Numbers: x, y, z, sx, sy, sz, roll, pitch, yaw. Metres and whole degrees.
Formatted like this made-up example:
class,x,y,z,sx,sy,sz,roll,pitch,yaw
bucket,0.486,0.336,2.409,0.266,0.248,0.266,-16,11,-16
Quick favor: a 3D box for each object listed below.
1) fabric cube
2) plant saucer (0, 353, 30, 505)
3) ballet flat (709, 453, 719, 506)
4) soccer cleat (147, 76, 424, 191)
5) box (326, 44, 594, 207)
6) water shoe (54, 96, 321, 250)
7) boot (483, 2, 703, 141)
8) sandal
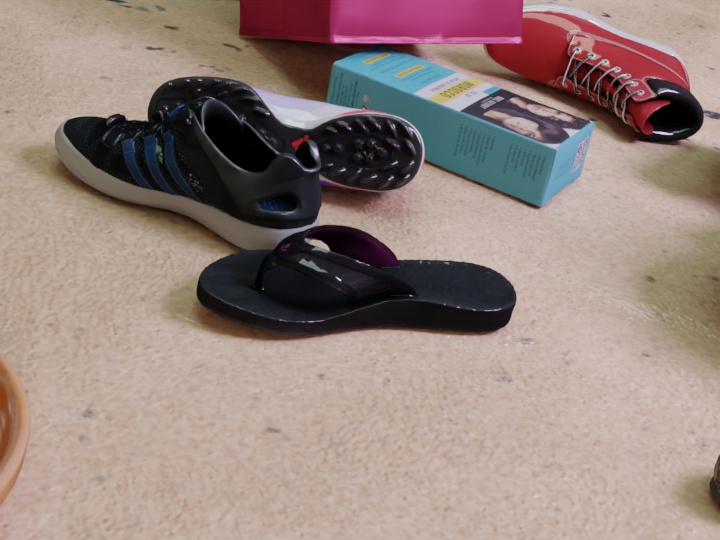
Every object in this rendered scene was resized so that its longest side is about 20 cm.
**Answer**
class,x,y,z,sx,sy,sz,roll,pitch,yaw
fabric cube,0.016,-0.302,1.061,0.194,0.202,0.199,-7,15,-29
plant saucer,-0.241,0.074,0.512,0.197,0.038,0.201,10,29,-5
ballet flat,0.277,0.104,0.642,0.197,0.047,0.068,3,30,-15
soccer cleat,-0.052,-0.094,0.870,0.197,0.069,0.073,9,5,3
box,0.076,-0.118,0.961,0.198,0.050,0.082,24,31,22
water shoe,-0.109,-0.080,0.791,0.198,0.080,0.071,22,30,18
boot,0.208,-0.176,1.097,0.197,0.073,0.145,14,30,-3
sandal,0.000,-0.001,0.723,0.198,0.048,0.076,1,30,-21
